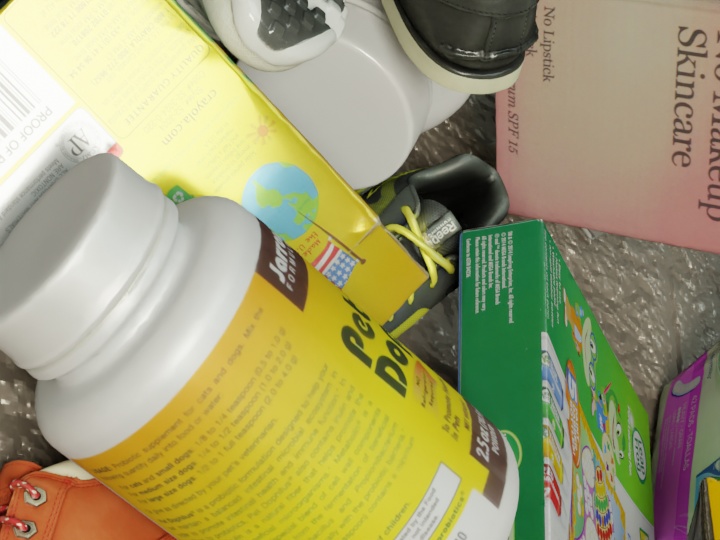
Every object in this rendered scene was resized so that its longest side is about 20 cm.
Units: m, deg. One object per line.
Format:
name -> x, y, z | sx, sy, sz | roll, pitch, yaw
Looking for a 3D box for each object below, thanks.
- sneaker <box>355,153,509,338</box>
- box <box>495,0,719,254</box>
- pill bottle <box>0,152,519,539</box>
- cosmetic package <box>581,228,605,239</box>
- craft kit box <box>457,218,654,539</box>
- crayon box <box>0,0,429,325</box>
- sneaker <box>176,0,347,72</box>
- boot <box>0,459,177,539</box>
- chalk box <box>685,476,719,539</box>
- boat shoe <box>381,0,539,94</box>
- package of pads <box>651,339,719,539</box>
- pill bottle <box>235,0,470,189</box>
sneaker -> 0.000, 0.000, 0.820 | 0.075, 0.084, 0.200 | 51, 42, -10
box -> 0.173, -0.087, 0.862 | 0.109, 0.199, 0.129 | -43, 138, -50
pill bottle -> -0.042, 0.049, 0.660 | 0.200, 0.109, 0.110 | 41, 44, -24
cosmetic package -> 0.186, -0.115, 0.985 | 0.090, 0.199, 0.107 | 48, 43, -13
craft kit box -> 0.093, 0.113, 0.820 | 0.198, 0.048, 0.201 | 57, 29, -53
crayon box -> -0.084, -0.025, 0.724 | 0.127, 0.051, 0.200 | -45, 106, -6
sneaker -> -0.061, -0.129, 0.788 | 0.075, 0.081, 0.200 | 40, 15, -28
boot -> -0.124, 0.126, 0.639 | 0.200, 0.075, 0.108 | -19, 78, -57
chalk box -> 0.206, 0.209, 0.839 | 0.123, 0.201, 0.125 | 3, 45, 1
boat shoe -> 0.017, -0.167, 0.791 | 0.073, 0.063, 0.202 | -15, 54, -26
package of pads -> 0.226, 0.075, 0.910 | 0.068, 0.200, 0.155 | 33, 41, -11
pill bottle -> 0.014, -0.136, 0.885 | 0.120, 0.119, 0.201 | 44, 43, -18
